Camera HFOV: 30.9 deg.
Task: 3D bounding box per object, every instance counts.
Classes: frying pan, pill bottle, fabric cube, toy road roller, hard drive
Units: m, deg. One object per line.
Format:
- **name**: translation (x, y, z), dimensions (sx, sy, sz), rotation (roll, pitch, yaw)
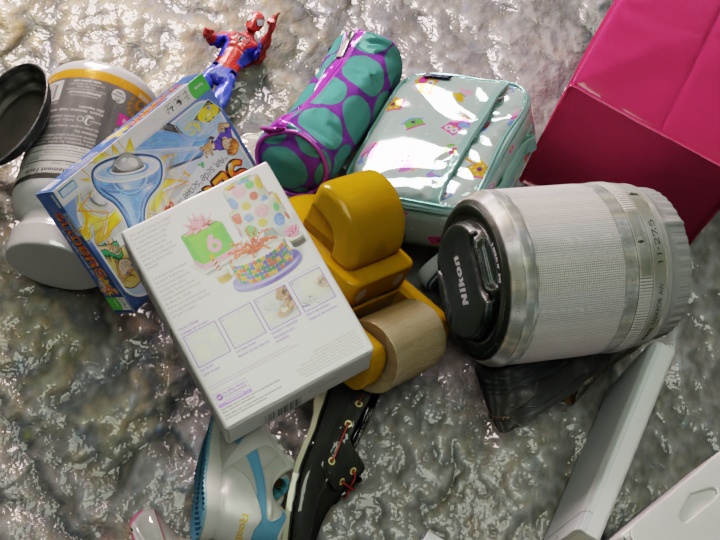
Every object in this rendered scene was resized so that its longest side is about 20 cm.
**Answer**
- **frying pan**: translation (-0.361, -0.120, 1.242), dimensions (0.190, 0.031, 0.115), rotation (-42, 46, 10)
- **pill bottle**: translation (-0.269, -0.091, 1.256), dimensions (0.116, 0.116, 0.201), rotation (12, 64, -5)
- **fabric cube**: translation (0.312, -0.165, 1.353), dimensions (0.199, 0.196, 0.200), rotation (29, 63, 4)
- **toy road roller**: translation (0.000, 0.000, 1.215), dimensions (0.200, 0.146, 0.123), rotation (42, 37, 22)
- **hard drive**: translation (0.227, 0.174, 1.214), dimensions (0.027, 0.132, 0.201), rotation (28, 63, 3)

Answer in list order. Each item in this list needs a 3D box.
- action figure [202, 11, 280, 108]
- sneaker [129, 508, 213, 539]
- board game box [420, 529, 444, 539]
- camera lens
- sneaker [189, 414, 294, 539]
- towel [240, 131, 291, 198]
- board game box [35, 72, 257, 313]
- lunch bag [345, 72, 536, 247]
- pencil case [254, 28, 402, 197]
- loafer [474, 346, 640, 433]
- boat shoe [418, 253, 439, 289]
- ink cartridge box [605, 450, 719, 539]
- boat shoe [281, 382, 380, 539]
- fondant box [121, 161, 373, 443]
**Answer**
- **action figure**: translation (-0.145, -0.208, 1.348), dimensions (0.065, 0.099, 0.201), rotation (26, 61, 1)
- **sneaker**: translation (-0.112, 0.268, 1.131), dimensions (0.200, 0.081, 0.088), rotation (40, 80, 0)
- **board game box**: translation (0.108, 0.321, 1.075), dimensions (0.199, 0.103, 0.105), rotation (31, 63, 5)
- **camera lens**: translation (0.181, 0.001, 1.204), dimensions (0.199, 0.160, 0.161), rotation (-5, 66, -21)
- **sneaker**: translation (-0.103, 0.170, 1.161), dimensions (0.080, 0.077, 0.200), rotation (13, 33, -10)
- **towel**: translation (-0.120, -0.045, 1.308), dimensions (0.132, 0.035, 0.200), rotation (36, 64, 8)
- **board game box**: translation (-0.188, -0.074, 1.217), dimensions (0.200, 0.034, 0.136), rotation (-46, 117, -33)
- **lunch bag**: translation (0.087, -0.117, 1.318), dimensions (0.160, 0.077, 0.200), rotation (10, 53, 29)
- **pencil case**: translation (-0.031, -0.164, 1.329), dimensions (0.085, 0.093, 0.200), rotation (1, 41, 30)
- **loafer**: translation (0.201, 0.097, 1.292), dimensions (0.199, 0.073, 0.073), rotation (-17, 108, -24)
- **boat shoe**: translation (0.162, 0.001, 1.317), dimensions (0.199, 0.071, 0.091), rotation (-19, 69, -19)
- **ink cartridge box**: translation (0.272, 0.248, 1.150), dimensions (0.145, 0.200, 0.084), rotation (-33, 74, -22)
- **boat shoe**: translation (-0.027, 0.176, 1.198), dimensions (0.063, 0.074, 0.202), rotation (15, 59, 6)
- **fondant box**: translation (-0.099, 0.026, 1.135), dimensions (0.144, 0.058, 0.201), rotation (-27, 75, -12)
